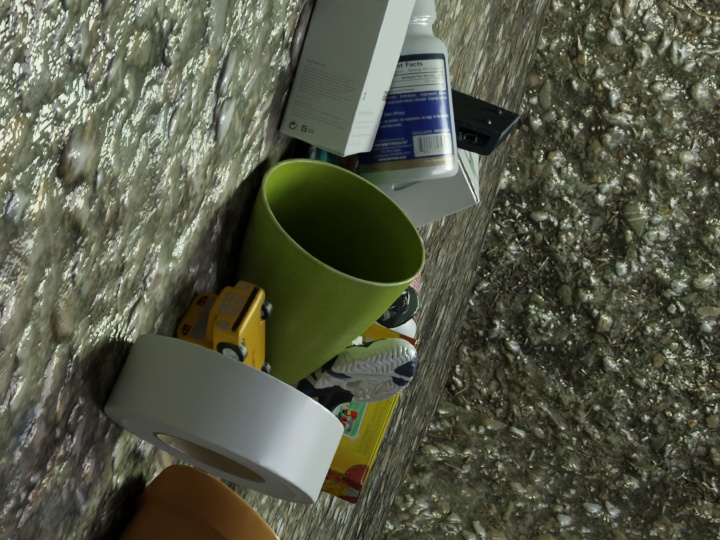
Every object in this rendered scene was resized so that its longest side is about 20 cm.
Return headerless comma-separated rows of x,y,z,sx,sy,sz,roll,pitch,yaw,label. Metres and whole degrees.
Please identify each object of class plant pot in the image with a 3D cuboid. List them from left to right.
-0.171,0.310,1.232,0.140,0.199,0.201,-41,154,-34,plant pot
-0.059,0.020,1.336,0.201,0.186,0.187,-58,178,33,plant pot

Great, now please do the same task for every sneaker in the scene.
-0.030,-0.102,1.458,0.200,0.079,0.078,19,92,-79,sneaker
-0.011,0.088,1.433,0.199,0.079,0.131,-35,-146,41,sneaker
0.000,0.000,1.485,0.200,0.074,0.106,-161,-106,-78,sneaker
0.038,0.032,1.662,0.199,0.087,0.077,12,66,-56,sneaker

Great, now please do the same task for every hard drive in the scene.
0.089,-0.199,1.564,0.135,0.198,0.043,-44,154,-65,hard drive

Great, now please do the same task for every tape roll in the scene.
-0.118,0.131,1.096,0.203,0.201,0.071,80,31,-70,tape roll

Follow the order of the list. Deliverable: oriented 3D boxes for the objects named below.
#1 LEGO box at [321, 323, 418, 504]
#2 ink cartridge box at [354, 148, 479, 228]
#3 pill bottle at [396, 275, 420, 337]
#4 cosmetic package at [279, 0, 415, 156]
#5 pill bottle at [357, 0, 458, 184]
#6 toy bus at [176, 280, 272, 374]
-0.034,0.154,1.528,0.077,0.148,0.201,102,11,-63,LEGO box
0.073,-0.126,1.638,0.200,0.144,0.085,-77,143,-68,ink cartridge box
0.028,0.041,1.809,0.113,0.112,0.202,88,7,-64,pill bottle
-0.008,-0.230,1.334,0.113,0.080,0.202,-29,138,-72,cosmetic package
0.047,-0.202,1.438,0.116,0.114,0.202,-22,108,-76,pill bottle
-0.135,0.087,1.258,0.201,0.078,0.065,96,18,-53,toy bus
